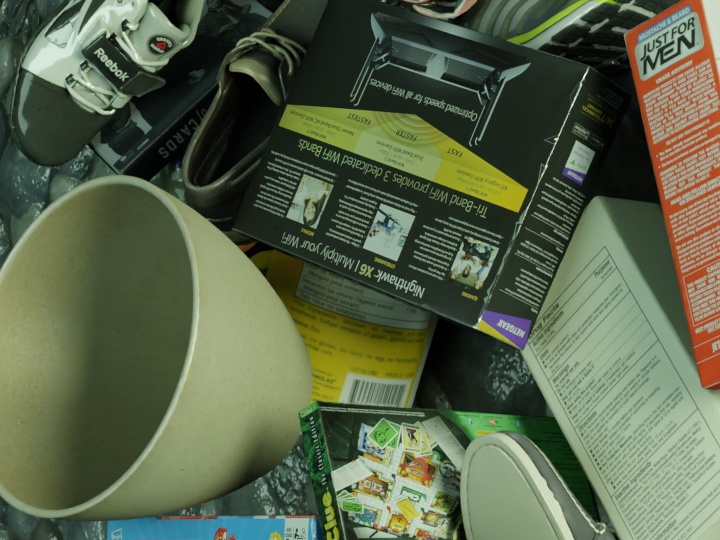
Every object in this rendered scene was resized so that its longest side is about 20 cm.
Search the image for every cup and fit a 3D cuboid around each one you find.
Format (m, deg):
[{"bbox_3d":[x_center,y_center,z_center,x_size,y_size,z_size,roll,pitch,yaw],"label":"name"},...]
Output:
[{"bbox_3d":[-0.113,0.060,1.456,0.200,0.143,0.201,-18,63,40],"label":"cup"}]

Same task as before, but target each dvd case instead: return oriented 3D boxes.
[{"bbox_3d":[-0.138,-0.143,1.699,0.150,0.025,0.200,-44,32,-3],"label":"dvd case"}]

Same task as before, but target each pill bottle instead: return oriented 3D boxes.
[{"bbox_3d":[0.000,0.000,1.540,0.111,0.111,0.201,30,107,47],"label":"pill bottle"}]

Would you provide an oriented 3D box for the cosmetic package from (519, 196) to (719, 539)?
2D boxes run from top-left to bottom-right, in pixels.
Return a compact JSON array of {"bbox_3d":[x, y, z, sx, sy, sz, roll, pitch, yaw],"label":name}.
[{"bbox_3d":[0.166,0.067,1.367,0.105,0.071,0.200,-49,51,34],"label":"cosmetic package"}]

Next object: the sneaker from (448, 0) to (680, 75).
[{"bbox_3d":[0.111,-0.152,1.463,0.200,0.074,0.081,-24,63,43],"label":"sneaker"}]

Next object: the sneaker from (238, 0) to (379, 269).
[{"bbox_3d":[-0.044,-0.091,1.619,0.070,0.090,0.201,37,112,45],"label":"sneaker"}]

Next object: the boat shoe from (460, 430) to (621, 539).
[{"bbox_3d":[0.119,0.170,1.357,0.073,0.063,0.200,-18,102,48],"label":"boat shoe"}]

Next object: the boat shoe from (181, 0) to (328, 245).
[{"bbox_3d":[-0.049,-0.112,1.550,0.074,0.073,0.200,18,73,22],"label":"boat shoe"}]

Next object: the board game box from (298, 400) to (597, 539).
[{"bbox_3d":[0.056,0.129,1.389,0.023,0.200,0.105,-35,59,41],"label":"board game box"}]

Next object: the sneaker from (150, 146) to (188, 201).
[{"bbox_3d":[-0.110,-0.026,1.693,0.077,0.085,0.201,-11,67,37],"label":"sneaker"}]

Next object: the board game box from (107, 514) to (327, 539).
[{"bbox_3d":[-0.015,0.172,1.467,0.196,0.200,0.056,-6,82,48],"label":"board game box"}]

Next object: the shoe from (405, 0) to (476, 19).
[{"bbox_3d":[0.034,-0.199,1.515,0.091,0.071,0.200,-53,21,-26],"label":"shoe"}]

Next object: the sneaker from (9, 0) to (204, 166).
[{"bbox_3d":[-0.156,-0.151,1.616,0.200,0.074,0.088,-58,34,2],"label":"sneaker"}]

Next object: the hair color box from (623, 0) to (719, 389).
[{"bbox_3d":[0.213,-0.038,1.297,0.064,0.111,0.201,-27,65,44],"label":"hair color box"}]

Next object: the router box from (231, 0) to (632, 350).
[{"bbox_3d":[0.037,-0.061,1.416,0.200,0.052,0.158,23,88,40],"label":"router box"}]
